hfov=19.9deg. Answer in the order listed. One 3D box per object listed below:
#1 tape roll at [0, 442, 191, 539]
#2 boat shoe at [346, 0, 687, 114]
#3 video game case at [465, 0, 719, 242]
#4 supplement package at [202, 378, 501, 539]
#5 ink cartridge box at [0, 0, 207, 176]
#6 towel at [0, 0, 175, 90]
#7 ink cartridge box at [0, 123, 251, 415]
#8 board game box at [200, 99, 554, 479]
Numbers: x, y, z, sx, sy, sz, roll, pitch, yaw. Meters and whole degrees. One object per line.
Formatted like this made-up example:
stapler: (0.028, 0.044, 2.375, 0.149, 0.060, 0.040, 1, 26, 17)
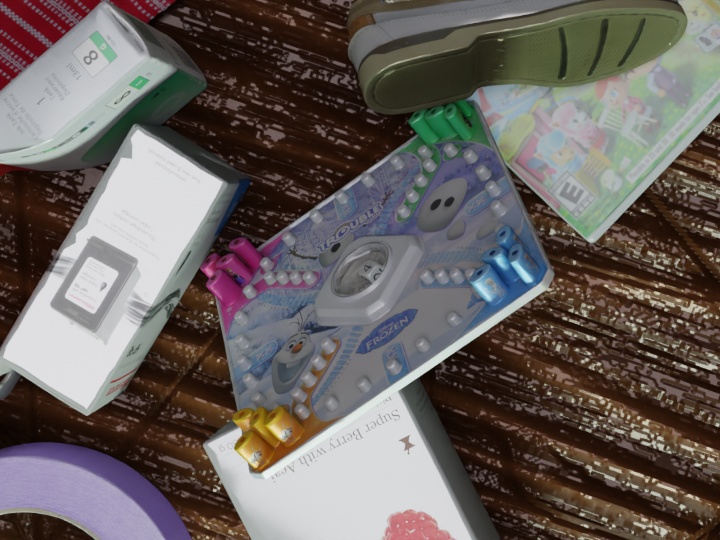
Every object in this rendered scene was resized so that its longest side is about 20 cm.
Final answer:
tape roll: (-0.199, 0.209, 1.266, 0.200, 0.066, 0.200, 0, 93, 4)
boat shoe: (0.090, -0.148, 1.196, 0.200, 0.075, 0.068, -10, 58, -13)
video game case: (0.143, -0.150, 1.242, 0.182, 0.022, 0.200, 44, 95, 2)
supplement package: (0.011, 0.157, 1.218, 0.121, 0.120, 0.200, -28, 90, 5)
ink cartridge box: (-0.191, -0.070, 1.204, 0.200, 0.161, 0.050, -42, 85, 5)
towel: (-0.193, -0.157, 1.219, 0.200, 0.145, 0.022, -41, 51, 5)
ink cartridge box: (-0.149, 0.014, 1.228, 0.067, 0.116, 0.200, 32, 95, 2)
board game box: (0.000, 0.000, 1.170, 0.200, 0.200, 0.026, -35, 123, 12)
